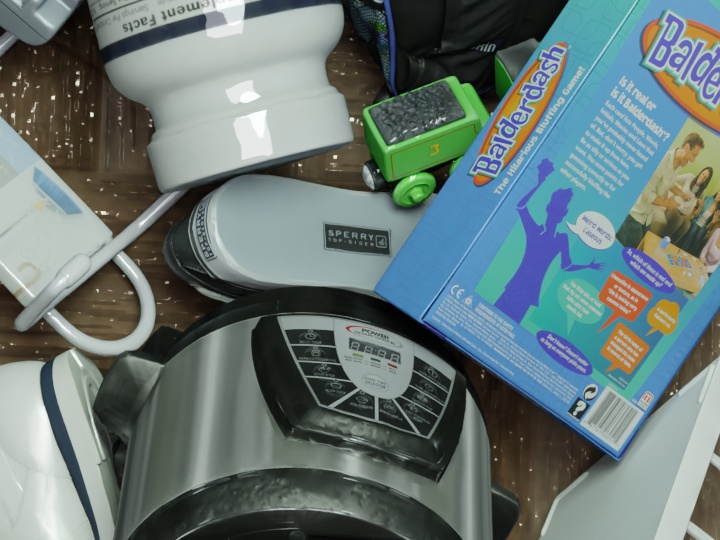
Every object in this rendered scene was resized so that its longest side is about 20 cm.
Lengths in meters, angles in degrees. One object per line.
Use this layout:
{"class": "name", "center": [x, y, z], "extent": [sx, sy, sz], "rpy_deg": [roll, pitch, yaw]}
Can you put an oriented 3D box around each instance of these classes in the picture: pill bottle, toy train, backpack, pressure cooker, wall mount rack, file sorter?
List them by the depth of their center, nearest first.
{"class": "file sorter", "center": [0.147, 0.171, 1.106], "extent": [0.124, 0.139, 0.200], "rpy_deg": [37, 42, -8]}
{"class": "pressure cooker", "center": [-0.027, 0.106, 1.107], "extent": [0.178, 0.200, 0.176], "rpy_deg": [-18, 121, 13]}
{"class": "pill bottle", "center": [-0.073, -0.143, 1.119], "extent": [0.115, 0.116, 0.200], "rpy_deg": [-15, 92, -7]}
{"class": "backpack", "center": [0.062, -0.191, 1.141], "extent": [0.183, 0.200, 0.147], "rpy_deg": [-25, 68, -6]}
{"class": "toy train", "center": [0.092, -0.087, 1.157], "extent": [0.200, 0.056, 0.042], "rpy_deg": [-22, 56, -10]}
{"class": "wall mount rack", "center": [-0.145, -0.065, 1.176], "extent": [0.200, 0.075, 0.174], "rpy_deg": [47, 45, -1]}

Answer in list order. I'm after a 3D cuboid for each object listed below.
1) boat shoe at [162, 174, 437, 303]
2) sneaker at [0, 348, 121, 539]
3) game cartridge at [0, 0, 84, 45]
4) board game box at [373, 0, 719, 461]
{"class": "boat shoe", "center": [0.000, 0.003, 1.183], "extent": [0.199, 0.068, 0.074], "rpy_deg": [6, 72, -30]}
{"class": "sneaker", "center": [-0.144, 0.141, 1.161], "extent": [0.080, 0.076, 0.200], "rpy_deg": [-15, 83, 6]}
{"class": "game cartridge", "center": [-0.193, -0.213, 1.164], "extent": [0.200, 0.040, 0.133], "rpy_deg": [41, 52, -8]}
{"class": "board game box", "center": [0.119, -0.032, 1.117], "extent": [0.152, 0.045, 0.200], "rpy_deg": [36, 88, -37]}
